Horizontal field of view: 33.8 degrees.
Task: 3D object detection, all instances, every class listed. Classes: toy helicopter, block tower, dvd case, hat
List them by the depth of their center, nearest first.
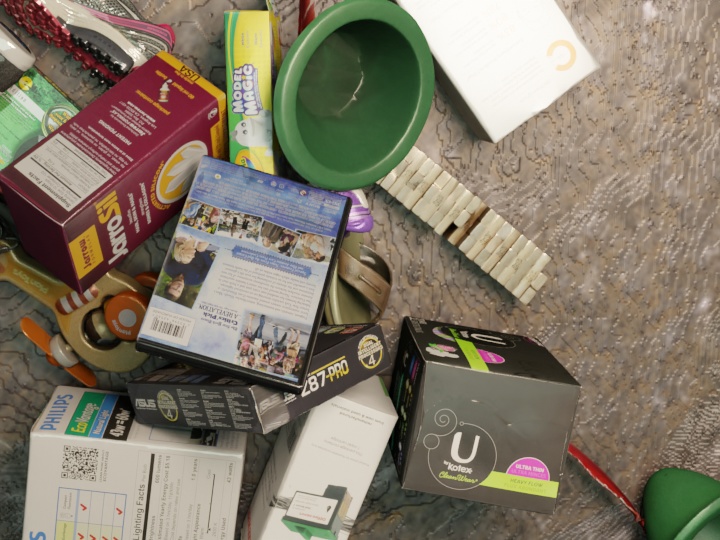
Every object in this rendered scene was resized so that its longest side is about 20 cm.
[{"bbox_3d":[-0.095,0.000,1.015,0.142,0.018,0.201,16,57,-3],"label":"dvd case"},{"bbox_3d":[-0.041,-0.189,1.121,0.166,0.176,0.200,42,81,-38],"label":"hat"},{"bbox_3d":[-0.292,0.034,1.165,0.200,0.079,0.133,31,109,-3],"label":"toy helicopter"},{"bbox_3d":[0.101,-0.052,1.184,0.200,0.058,0.054,39,95,-10],"label":"block tower"},{"bbox_3d":[0.315,0.234,1.253,0.165,0.176,0.200,-34,136,-12],"label":"hat"}]

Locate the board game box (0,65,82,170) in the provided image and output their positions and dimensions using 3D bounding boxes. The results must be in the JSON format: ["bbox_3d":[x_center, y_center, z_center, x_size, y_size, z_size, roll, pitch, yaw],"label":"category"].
[{"bbox_3d":[-0.310,-0.122,1.162,0.200,0.023,0.105,44,96,-9],"label":"board game box"}]

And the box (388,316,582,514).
[{"bbox_3d":[0.109,0.132,1.139,0.148,0.200,0.125,10,98,-6],"label":"box"}]

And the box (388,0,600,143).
[{"bbox_3d":[0.114,-0.239,1.134,0.124,0.097,0.200,-36,99,2],"label":"box"}]

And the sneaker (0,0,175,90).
[{"bbox_3d":[-0.270,-0.248,1.126,0.200,0.081,0.075,38,66,-9],"label":"sneaker"}]

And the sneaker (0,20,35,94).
[{"bbox_3d":[-0.410,-0.227,1.102,0.200,0.073,0.112,44,93,3],"label":"sneaker"}]

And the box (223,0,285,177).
[{"bbox_3d":[-0.099,-0.168,1.120,0.048,0.117,0.201,1,98,1],"label":"box"}]

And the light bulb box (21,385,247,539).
[{"bbox_3d":[-0.219,0.233,1.164,0.199,0.125,0.199,7,104,-5],"label":"light bulb box"}]

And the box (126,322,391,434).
[{"bbox_3d":[-0.096,0.097,1.095,0.161,0.200,0.049,-25,104,-40],"label":"box"}]

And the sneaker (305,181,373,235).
[{"bbox_3d":[-0.074,-0.012,1.122,0.200,0.081,0.084,-36,84,22],"label":"sneaker"}]

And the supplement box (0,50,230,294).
[{"bbox_3d":[-0.217,-0.090,1.077,0.086,0.111,0.200,35,62,20],"label":"supplement box"}]

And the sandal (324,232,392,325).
[{"bbox_3d":[0.000,-0.001,1.167,0.057,0.080,0.202,-4,99,23],"label":"sandal"}]

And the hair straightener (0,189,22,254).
[{"bbox_3d":[-0.341,-0.046,1.125,0.200,0.041,0.077,34,54,13],"label":"hair straightener"}]

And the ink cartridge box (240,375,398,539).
[{"bbox_3d":[-0.044,0.201,1.168,0.084,0.146,0.201,21,98,-8],"label":"ink cartridge box"}]
